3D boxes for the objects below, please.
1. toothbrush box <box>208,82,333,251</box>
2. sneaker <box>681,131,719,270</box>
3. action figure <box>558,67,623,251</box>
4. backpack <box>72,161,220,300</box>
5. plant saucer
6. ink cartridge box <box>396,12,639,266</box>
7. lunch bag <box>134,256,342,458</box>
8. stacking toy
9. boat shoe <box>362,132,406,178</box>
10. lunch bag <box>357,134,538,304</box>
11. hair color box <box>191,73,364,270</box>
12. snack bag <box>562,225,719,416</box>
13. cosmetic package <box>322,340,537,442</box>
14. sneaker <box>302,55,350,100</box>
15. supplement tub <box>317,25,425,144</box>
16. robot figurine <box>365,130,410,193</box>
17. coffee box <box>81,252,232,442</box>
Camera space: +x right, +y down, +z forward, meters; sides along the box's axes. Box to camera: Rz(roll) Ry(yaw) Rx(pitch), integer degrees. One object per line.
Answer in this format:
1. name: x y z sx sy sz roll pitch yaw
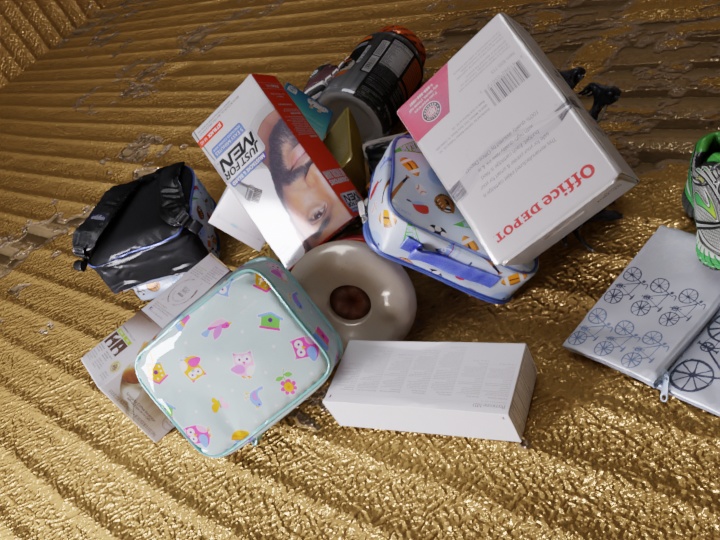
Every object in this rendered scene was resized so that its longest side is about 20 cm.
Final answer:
1. toothbrush box: -0.121 -0.148 1.018 0.146 0.085 0.200 -50 18 35
2. sneaker: 0.352 -0.067 0.694 0.078 0.085 0.200 -9 33 10
3. action figure: 0.242 -0.119 0.830 0.102 0.118 0.201 154 125 -77
4. backpack: -0.295 -0.063 1.082 0.199 0.154 0.191 -13 48 11
5. plant saucer: -0.052 -0.100 0.980 0.200 0.048 0.200 -52 20 23
6. ink cartridge box: 0.151 -0.123 0.720 0.146 0.083 0.200 -39 70 27
7. lunch bag: -0.127 0.097 0.773 0.200 0.161 0.077 -38 8 17
8. stacking toy: 0.000 0.000 0.868 0.146 0.147 0.200 -17 22 16
9. boat shoe: 0.045 -0.140 1.019 0.074 0.093 0.200 -11 11 13
10. lunch bag: 0.095 -0.053 0.791 0.076 0.199 0.161 -54 21 44
11. hair color box: -0.093 -0.115 0.850 0.111 0.200 0.064 -38 -3 25
12. snack bag: 0.320 0.043 0.669 0.189 0.021 0.200 -44 40 -18
13. cosmetic package: 0.068 0.117 0.726 0.199 0.051 0.083 -2 44 32
14. sneaker: -0.024 -0.359 1.301 0.199 0.076 0.116 -26 35 6
15. supplement tub: 0.023 -0.294 1.157 0.122 0.123 0.200 3 48 35
16. robot figurine: 0.085 -0.118 0.915 0.200 0.145 0.058 -43 28 -28
17. coffee box: -0.216 0.092 0.887 0.200 0.115 0.080 -42 39 -14
